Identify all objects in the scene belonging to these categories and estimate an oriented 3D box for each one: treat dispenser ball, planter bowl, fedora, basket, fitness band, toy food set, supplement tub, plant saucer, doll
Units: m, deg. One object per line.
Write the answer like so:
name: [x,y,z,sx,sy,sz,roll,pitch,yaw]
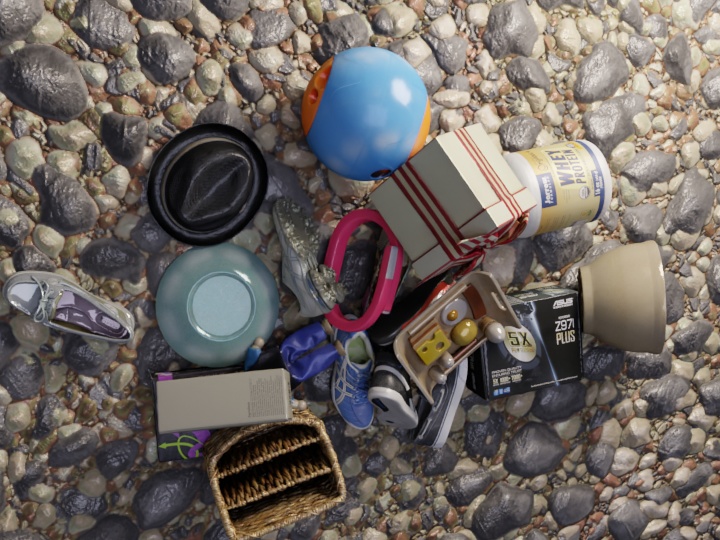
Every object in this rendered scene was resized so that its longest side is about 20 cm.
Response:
treat dispenser ball: [0.008,-0.239,1.287,0.199,0.201,0.203,-3,99,-17]
planter bowl: [0.458,0.050,1.495,0.133,0.200,0.202,-2,101,11]
fedora: [-0.229,-0.129,1.285,0.199,0.092,0.203,-3,99,-17]
basket: [-0.139,0.307,1.320,0.198,0.149,0.144,-17,107,-13]
fitness band: [0.000,0.000,1.357,0.037,0.143,0.202,11,95,-48]
toy food set: [0.158,0.111,1.353,0.200,0.060,0.144,-41,129,-5]
supplement tub: [0.308,-0.136,1.427,0.198,0.144,0.146,-13,102,-15]
plant saucer: [-0.223,0.056,1.334,0.199,0.039,0.203,0,91,-17]
doll: [-0.121,0.162,1.346,0.199,0.048,0.137,-30,88,-6]

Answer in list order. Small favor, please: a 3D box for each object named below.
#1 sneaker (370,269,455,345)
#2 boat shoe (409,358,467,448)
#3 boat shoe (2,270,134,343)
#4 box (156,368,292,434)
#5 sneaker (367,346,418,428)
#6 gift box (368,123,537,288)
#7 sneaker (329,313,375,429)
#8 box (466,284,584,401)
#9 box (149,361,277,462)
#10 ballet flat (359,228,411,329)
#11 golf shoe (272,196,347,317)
sneaker: [0.103,0.090,1.406,0.201,0.067,0.109,-44,125,-35]
boat shoe: [0.132,0.212,1.470,0.067,0.072,0.202,11,102,-20]
boat shoe: [-0.437,0.059,1.265,0.201,0.065,0.075,27,90,-19]
box: [-0.207,0.201,1.284,0.198,0.068,0.083,-5,79,2]
sneaker: [0.065,0.191,1.411,0.072,0.200,0.113,6,66,14]
gift box: [0.138,-0.091,1.296,0.187,0.184,0.200,55,41,4]
sneaker: [-0.011,0.177,1.412,0.075,0.077,0.202,-13,104,-17]
box: [0.288,0.125,1.493,0.198,0.086,0.165,-9,100,-16]
box: [-0.236,0.227,1.371,0.198,0.036,0.144,-7,101,-18]
ballet flat: [0.051,0.005,1.407,0.069,0.071,0.202,19,92,-12]
golf shoe: [-0.107,-0.016,1.354,0.078,0.097,0.201,-14,77,-52]
